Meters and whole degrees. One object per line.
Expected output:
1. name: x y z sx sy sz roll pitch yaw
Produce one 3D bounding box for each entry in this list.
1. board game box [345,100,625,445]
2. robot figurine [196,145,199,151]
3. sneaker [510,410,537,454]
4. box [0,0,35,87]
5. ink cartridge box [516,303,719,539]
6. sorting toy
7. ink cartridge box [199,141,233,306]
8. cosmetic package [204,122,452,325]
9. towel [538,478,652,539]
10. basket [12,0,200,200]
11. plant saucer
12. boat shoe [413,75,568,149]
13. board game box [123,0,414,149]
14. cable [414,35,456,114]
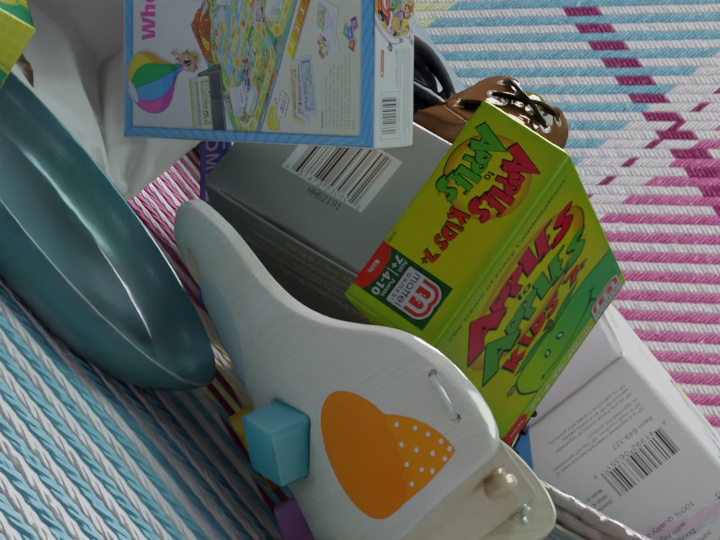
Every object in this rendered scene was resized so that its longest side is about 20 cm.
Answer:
1. board game box: 0.061 0.007 1.177 0.048 0.102 0.200 35 -5 19
2. robot figurine: -0.073 -0.134 1.622 0.200 0.116 0.176 52 -24 7
3. sneaker: 0.056 0.091 1.401 0.075 0.106 0.200 48 9 -24
4. box: -0.200 -0.134 1.068 0.117 0.048 0.200 26 21 -27
5. ink cartridge box: 0.142 0.129 1.570 0.200 0.147 0.145 49 8 -23
6. sorting toy: -0.015 0.053 1.129 0.180 0.107 0.200 54 0 18
7. ink cartridge box: -0.043 -0.023 1.404 0.200 0.042 0.120 39 48 -65
8. cosmetic package: 0.000 0.000 1.259 0.107 0.090 0.200 29 -24 21
9. towel: 0.167 0.169 1.353 0.199 0.032 0.191 29 -4 10
10. basket: -0.118 -0.181 1.291 0.198 0.200 0.161 47 8 -21
11. plant saucer: -0.134 -0.023 1.122 0.200 0.027 0.200 50 8 -10
12. boat shoe: 0.064 -0.067 1.305 0.072 0.068 0.200 43 3 1
13. board game box: -0.041 -0.156 1.144 0.034 0.134 0.201 -9 102 -58
14. cable: 0.020 -0.066 1.444 0.163 0.051 0.201 25 38 -43
